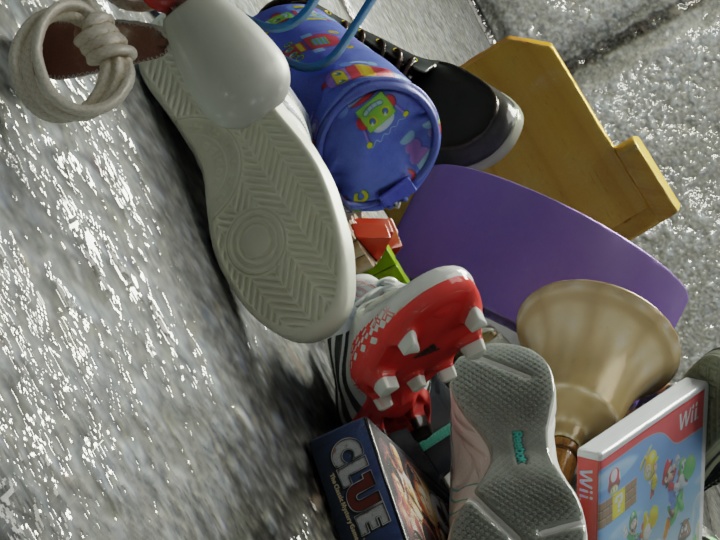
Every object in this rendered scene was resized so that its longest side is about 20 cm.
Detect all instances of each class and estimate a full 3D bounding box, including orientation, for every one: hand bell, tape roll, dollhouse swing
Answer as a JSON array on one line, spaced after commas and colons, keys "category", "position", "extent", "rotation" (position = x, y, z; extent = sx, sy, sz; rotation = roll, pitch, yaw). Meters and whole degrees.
[{"category": "hand bell", "position": [0.114, 0.112, 1.146], "extent": [0.104, 0.104, 0.200], "rotation": [56, 41, -32]}, {"category": "tape roll", "position": [0.114, 0.012, 1.329], "extent": [0.200, 0.085, 0.200], "rotation": [27, -9, 5]}, {"category": "dollhouse swing", "position": [0.113, -0.069, 1.503], "extent": [0.176, 0.200, 0.182], "rotation": [58, 11, 1]}]

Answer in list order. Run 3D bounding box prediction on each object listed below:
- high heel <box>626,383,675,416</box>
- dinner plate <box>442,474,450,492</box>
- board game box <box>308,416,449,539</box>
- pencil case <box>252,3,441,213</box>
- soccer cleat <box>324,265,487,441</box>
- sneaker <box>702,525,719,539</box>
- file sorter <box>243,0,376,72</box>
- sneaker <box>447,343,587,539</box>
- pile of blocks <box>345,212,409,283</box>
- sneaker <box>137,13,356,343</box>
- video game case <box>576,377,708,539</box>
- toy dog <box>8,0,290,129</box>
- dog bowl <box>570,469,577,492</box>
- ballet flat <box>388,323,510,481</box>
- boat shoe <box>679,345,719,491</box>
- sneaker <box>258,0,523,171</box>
[{"category": "high heel", "position": [0.150, 0.079, 1.432], "extent": [0.071, 0.200, 0.143], "rotation": [-9, 71, -35]}, {"category": "dinner plate", "position": [0.070, 0.109, 1.345], "extent": [0.200, 0.024, 0.200], "rotation": [59, 13, -22]}, {"category": "board game box", "position": [0.045, 0.173, 1.039], "extent": [0.200, 0.035, 0.136], "rotation": [46, 20, -57]}, {"category": "pencil case", "position": [-0.016, -0.097, 1.159], "extent": [0.200, 0.078, 0.087], "rotation": [-130, -161, -62]}, {"category": "soccer cleat", "position": [0.014, 0.032, 1.016], "extent": [0.200, 0.069, 0.085], "rotation": [105, -38, -66]}, {"category": "sneaker", "position": [0.217, 0.216, 1.330], "extent": [0.200, 0.078, 0.085], "rotation": [70, 2, -57]}, {"category": "file sorter", "position": [-0.067, -0.216, 1.044], "extent": [0.123, 0.139, 0.200], "rotation": [27, -8, 29]}, {"category": "sneaker", "position": [0.080, 0.130, 1.031], "extent": [0.200, 0.070, 0.080], "rotation": [-86, 178, -50]}, {"category": "pile of blocks", "position": [0.000, 0.000, 1.167], "extent": [0.082, 0.062, 0.200], "rotation": [64, 11, 2]}, {"category": "sneaker", "position": [-0.046, -0.050, 1.035], "extent": [0.085, 0.075, 0.200], "rotation": [26, 38, -65]}, {"category": "video game case", "position": [0.167, 0.178, 1.169], "extent": [0.143, 0.017, 0.200], "rotation": [-23, 118, -52]}, {"category": "toy dog", "position": [-0.118, -0.138, 0.872], "extent": [0.096, 0.132, 0.200], "rotation": [-46, -120, 61]}, {"category": "dog bowl", "position": [0.147, 0.209, 1.305], "extent": [0.200, 0.059, 0.200], "rotation": [-18, 90, -77]}, {"category": "ballet flat", "position": [0.065, 0.073, 1.217], "extent": [0.073, 0.073, 0.200], "rotation": [62, 18, -8]}, {"category": "boat shoe", "position": [0.216, 0.108, 1.263], "extent": [0.075, 0.062, 0.200], "rotation": [65, -31, 24]}, {"category": "sneaker", "position": [0.013, -0.127, 1.355], "extent": [0.200, 0.075, 0.106], "rotation": [19, -14, 41]}]
